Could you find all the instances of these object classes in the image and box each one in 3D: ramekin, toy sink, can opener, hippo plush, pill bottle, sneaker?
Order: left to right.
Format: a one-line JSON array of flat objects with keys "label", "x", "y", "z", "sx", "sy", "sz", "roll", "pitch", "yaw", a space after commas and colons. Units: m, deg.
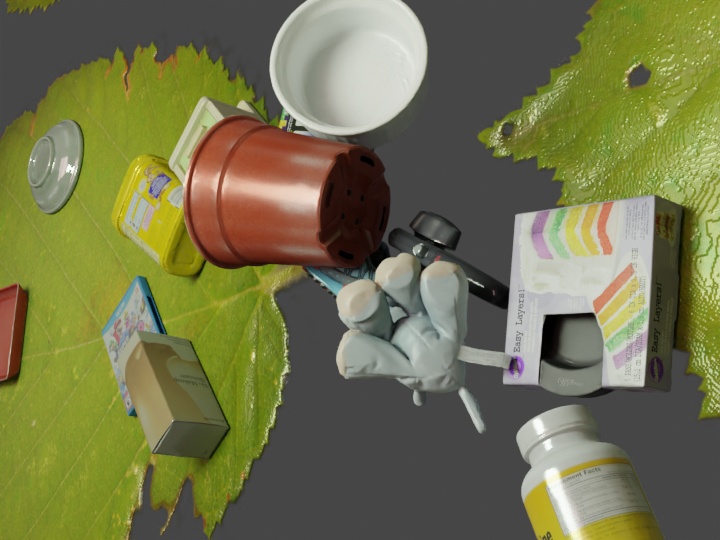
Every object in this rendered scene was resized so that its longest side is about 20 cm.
[{"label": "toy sink", "x": -0.208, "y": -0.177, "z": 1.643, "sx": 0.130, "sy": 0.112, "sz": 0.200, "roll": -58, "pitch": 43, "yaw": 20}, {"label": "ramekin", "x": -0.007, "y": -0.251, "z": 1.378, "sx": 0.200, "sy": 0.098, "sz": 0.201, "roll": -2, "pitch": 76, "yaw": 9}, {"label": "sneaker", "x": 0.000, "y": 0.000, "z": 1.392, "sx": 0.096, "sy": 0.079, "sz": 0.200, "roll": -52, "pitch": 46, "yaw": 1}, {"label": "hippo plush", "x": 0.072, "y": 0.071, "z": 1.213, "sx": 0.200, "sy": 0.161, "sz": 0.160, "roll": 21, "pitch": 86, "yaw": 7}, {"label": "can opener", "x": 0.103, "y": -0.008, "z": 1.264, "sx": 0.200, "sy": 0.063, "sz": 0.079, "roll": 39, "pitch": 108, "yaw": 48}, {"label": "pill bottle", "x": 0.218, "y": 0.233, "z": 1.016, "sx": 0.112, "sy": 0.112, "sz": 0.200, "roll": -43, "pitch": 49, "yaw": 33}]

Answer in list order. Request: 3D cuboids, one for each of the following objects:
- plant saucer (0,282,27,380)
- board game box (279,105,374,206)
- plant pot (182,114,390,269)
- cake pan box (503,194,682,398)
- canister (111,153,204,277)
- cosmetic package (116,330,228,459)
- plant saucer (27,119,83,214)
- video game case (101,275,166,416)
[{"label": "plant saucer", "x": -0.751, "y": 0.140, "z": 2.248, "sx": 0.199, "sy": 0.037, "sz": 0.200, "roll": -14, "pitch": 67, "yaw": 47}, {"label": "board game box", "x": -0.054, "y": -0.165, "z": 1.503, "sx": 0.165, "sy": 0.057, "sz": 0.200, "roll": 13, "pitch": 88, "yaw": 49}, {"label": "plant pot", "x": -0.081, "y": -0.087, "z": 1.342, "sx": 0.195, "sy": 0.201, "sz": 0.201, "roll": 10, "pitch": 86, "yaw": 35}, {"label": "cake pan box", "x": 0.234, "y": 0.032, "z": 1.109, "sx": 0.184, "sy": 0.052, "sz": 0.200, "roll": -5, "pitch": 76, "yaw": 51}, {"label": "canister", "x": -0.319, "y": -0.090, "z": 1.770, "sx": 0.200, "sy": 0.086, "sz": 0.149, "roll": 35, "pitch": 106, "yaw": 47}, {"label": "cosmetic package", "x": -0.286, "y": 0.186, "z": 1.634, "sx": 0.071, "sy": 0.105, "sz": 0.200, "roll": -56, "pitch": 45, "yaw": 22}, {"label": "plant saucer", "x": -0.637, "y": -0.217, "z": 2.211, "sx": 0.200, "sy": 0.050, "sz": 0.201, "roll": -18, "pitch": 65, "yaw": 46}, {"label": "video game case", "x": -0.380, "y": 0.126, "z": 1.828, "sx": 0.143, "sy": 0.018, "sz": 0.200, "roll": -54, "pitch": 44, "yaw": 25}]
